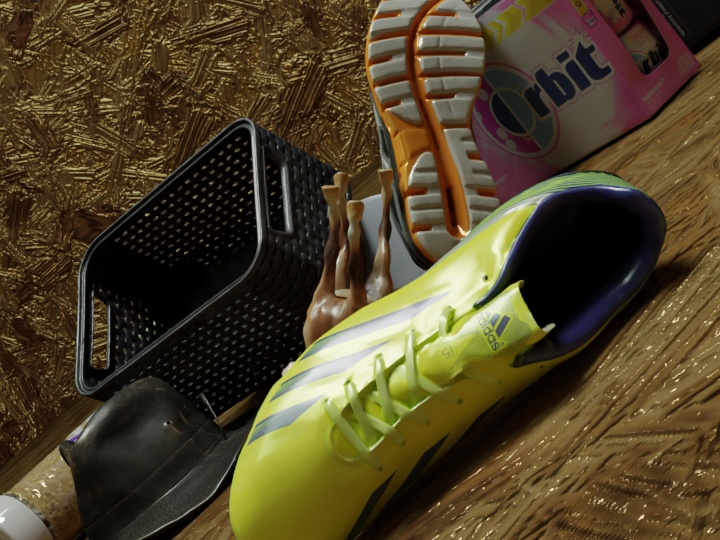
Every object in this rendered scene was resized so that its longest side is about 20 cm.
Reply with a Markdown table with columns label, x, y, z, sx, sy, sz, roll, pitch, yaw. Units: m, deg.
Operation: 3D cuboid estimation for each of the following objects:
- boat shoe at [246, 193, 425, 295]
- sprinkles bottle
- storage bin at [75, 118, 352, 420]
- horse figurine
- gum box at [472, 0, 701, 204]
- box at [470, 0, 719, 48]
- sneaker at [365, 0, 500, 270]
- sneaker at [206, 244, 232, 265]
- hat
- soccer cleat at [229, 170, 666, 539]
| label | x | y | z | sx | sy | sz | roll | pitch | yaw |
| --- | --- | --- | --- | --- | --- | --- | --- | --- | --- |
| boat shoe | 0.000 | 0.000 | 1.044 | 0.200 | 0.070 | 0.066 | -32 | -13 | 32 |
| sprinkles bottle | -0.220 | 0.162 | 1.178 | 0.200 | 0.068 | 0.068 | -44 | 7 | -39 |
| storage bin | -0.102 | 0.008 | 1.009 | 0.200 | 0.093 | 0.136 | -36 | 44 | 33 |
| horse figurine | -0.009 | 0.012 | 0.847 | 0.050 | 0.134 | 0.200 | 5 | 12 | 5 |
| gum box | 0.122 | -0.130 | 0.970 | 0.066 | 0.114 | 0.200 | -43 | 6 | -32 |
| box | 0.206 | -0.221 | 1.086 | 0.196 | 0.124 | 0.200 | -38 | 5 | 30 |
| sneaker | 0.040 | -0.090 | 0.933 | 0.078 | 0.201 | 0.077 | -2 | -15 | -10 |
| sneaker | -0.057 | 0.002 | 1.162 | 0.200 | 0.105 | 0.076 | -44 | 7 | -37 |
| hat | -0.145 | 0.120 | 0.936 | 0.200 | 0.081 | 0.201 | -39 | 6 | 5 |
| soccer cleat | 0.031 | 0.032 | 0.534 | 0.200 | 0.065 | 0.084 | -41 | 8 | -13 |
